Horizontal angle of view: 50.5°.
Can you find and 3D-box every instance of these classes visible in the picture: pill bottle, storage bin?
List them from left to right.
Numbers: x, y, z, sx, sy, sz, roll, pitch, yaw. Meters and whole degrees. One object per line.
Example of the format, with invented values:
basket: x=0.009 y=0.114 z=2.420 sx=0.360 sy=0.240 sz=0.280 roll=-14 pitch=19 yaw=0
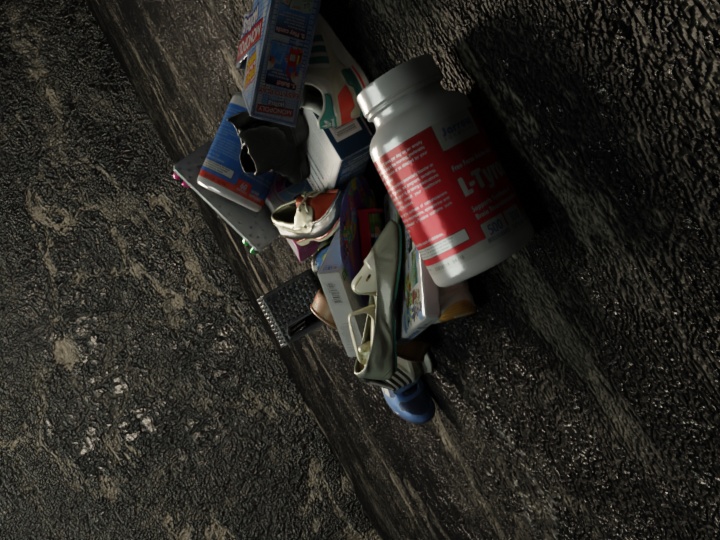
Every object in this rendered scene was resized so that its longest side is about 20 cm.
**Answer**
pill bottle: x=-0.165 y=-0.204 z=1.179 sx=0.110 sy=0.203 sz=0.112 roll=23 pitch=-179 yaw=0
storage bin: x=-0.082 y=0.046 z=1.346 sx=0.095 sy=0.133 sz=0.200 roll=62 pitch=-164 yaw=0
pill bottle: x=0.078 y=-0.097 z=0.739 sx=0.203 sy=0.111 sz=0.112 roll=62 pitch=165 yaw=-3

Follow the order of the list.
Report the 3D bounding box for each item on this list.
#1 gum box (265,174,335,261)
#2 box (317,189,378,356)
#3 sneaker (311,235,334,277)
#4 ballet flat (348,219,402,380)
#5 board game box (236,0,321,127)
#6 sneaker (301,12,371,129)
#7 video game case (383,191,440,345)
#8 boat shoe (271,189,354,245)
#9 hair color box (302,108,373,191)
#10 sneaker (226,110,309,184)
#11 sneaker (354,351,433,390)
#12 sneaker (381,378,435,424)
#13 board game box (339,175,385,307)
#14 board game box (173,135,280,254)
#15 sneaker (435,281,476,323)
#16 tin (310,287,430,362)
gum box: x=-0.103 y=-0.134 z=1.262 sx=0.202 sy=0.112 sz=0.066 roll=58 pitch=170 yaw=14
box: x=0.000 y=0.000 z=1.082 sx=0.201 sy=0.036 sz=0.146 roll=-67 pitch=-34 yaw=-50
sneaker: x=-0.035 y=-0.015 z=1.159 sx=0.199 sy=0.081 sz=0.072 roll=-35 pitch=-61 yaw=-72
ballet flat: x=0.017 y=0.039 z=0.943 sx=0.067 sy=0.062 sz=0.205 roll=-123 pitch=33 yaw=-74
board game box: x=-0.107 y=-0.272 z=0.921 sx=0.199 sy=0.060 sz=0.205 roll=-177 pitch=95 yaw=-67
sneaker: x=-0.066 y=-0.258 z=0.969 sx=0.201 sy=0.092 sz=0.071 roll=55 pitch=164 yaw=25
video game case: x=0.060 y=-0.024 z=0.935 sx=0.182 sy=0.021 sz=0.205 roll=121 pitch=147 yaw=-73
boat shoe: x=-0.072 y=-0.084 z=1.108 sx=0.062 sy=0.072 sz=0.199 roll=37 pitch=159 yaw=-17
hair color box: x=-0.040 y=-0.171 z=1.098 sx=0.101 sy=0.060 sz=0.200 roll=60 pitch=164 yaw=9
sneaker: x=-0.129 y=-0.169 z=1.083 sx=0.061 sy=0.103 sz=0.201 roll=56 pitch=164 yaw=17
sneaker: x=0.024 y=0.111 z=1.275 sx=0.202 sy=0.114 sz=0.076 roll=54 pitch=164 yaw=28
sneaker: x=0.064 y=0.179 z=1.348 sx=0.201 sy=0.073 sz=0.083 roll=55 pitch=162 yaw=20
board game box: x=0.027 y=-0.032 z=1.050 sx=0.202 sy=0.038 sz=0.160 roll=65 pitch=-151 yaw=-43
board game box: x=-0.191 y=-0.147 z=1.310 sx=0.200 sy=0.200 sz=0.026 roll=44 pitch=136 yaw=-1
sneaker: x=0.095 y=0.025 z=1.010 sx=0.200 sy=0.074 sz=0.090 roll=150 pitch=105 yaw=-71
tin: x=0.018 y=0.081 z=1.177 sx=0.197 sy=0.043 sz=0.112 roll=24 pitch=-173 yaw=-12
